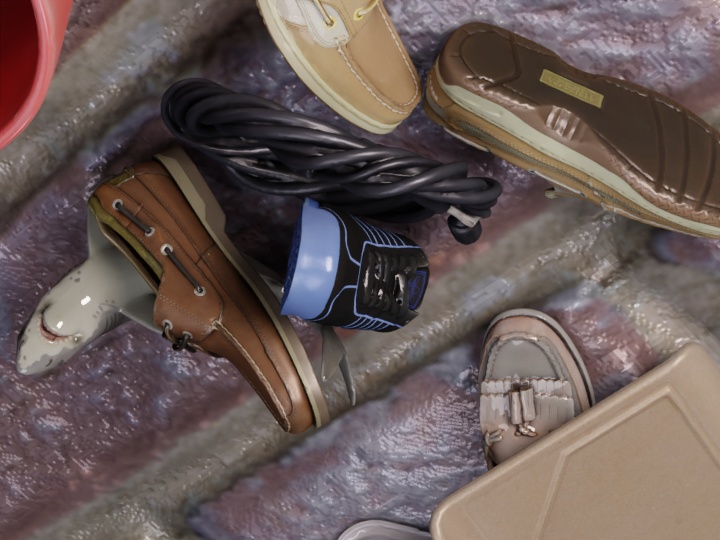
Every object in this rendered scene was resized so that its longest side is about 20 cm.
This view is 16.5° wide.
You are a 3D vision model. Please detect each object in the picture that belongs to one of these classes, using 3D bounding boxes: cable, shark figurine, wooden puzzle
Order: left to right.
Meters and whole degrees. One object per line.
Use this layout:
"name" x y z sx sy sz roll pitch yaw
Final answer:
"shark figurine" -0.104 0.020 1.537 0.214 0.129 0.090 4 155 -10
"cable" -0.021 -0.059 1.398 0.199 0.163 0.051 19 90 1
"wooden puzzle" 0.165 0.156 1.531 0.200 0.037 0.185 -35 120 6

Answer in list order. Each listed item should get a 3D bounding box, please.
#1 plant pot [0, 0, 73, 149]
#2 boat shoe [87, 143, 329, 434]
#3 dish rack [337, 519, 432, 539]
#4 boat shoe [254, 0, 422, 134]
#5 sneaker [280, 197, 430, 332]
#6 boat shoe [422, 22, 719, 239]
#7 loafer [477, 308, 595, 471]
"plant pot" -0.235 -0.183 1.339 0.200 0.178 0.201 7 128 10
"boat shoe" -0.091 0.022 1.458 0.068 0.200 0.072 -28 155 -14
"dish rack" 0.064 0.265 1.628 0.199 0.044 0.172 12 99 9
"boat shoe" -0.020 -0.162 1.364 0.066 0.074 0.200 -22 119 32
"sneaker" 0.000 0.000 1.422 0.078 0.200 0.070 12 92 3
"boat shoe" 0.129 -0.069 1.408 0.200 0.072 0.076 30 142 1
"loafer" 0.110 0.119 1.545 0.072 0.063 0.201 1 126 14
